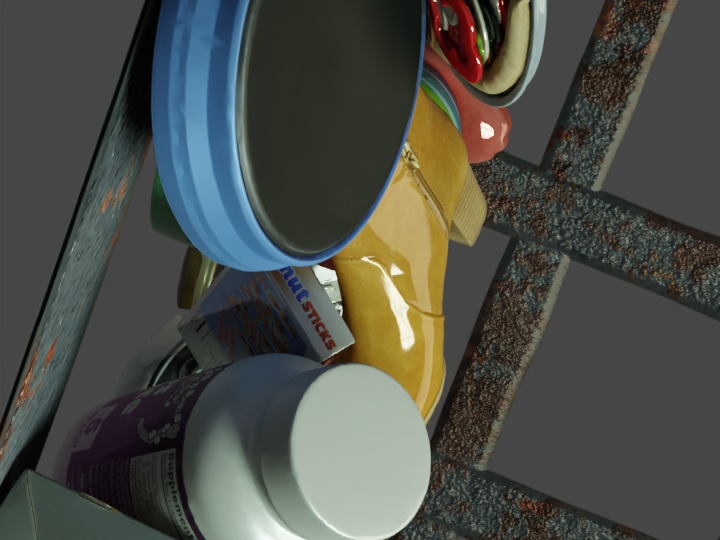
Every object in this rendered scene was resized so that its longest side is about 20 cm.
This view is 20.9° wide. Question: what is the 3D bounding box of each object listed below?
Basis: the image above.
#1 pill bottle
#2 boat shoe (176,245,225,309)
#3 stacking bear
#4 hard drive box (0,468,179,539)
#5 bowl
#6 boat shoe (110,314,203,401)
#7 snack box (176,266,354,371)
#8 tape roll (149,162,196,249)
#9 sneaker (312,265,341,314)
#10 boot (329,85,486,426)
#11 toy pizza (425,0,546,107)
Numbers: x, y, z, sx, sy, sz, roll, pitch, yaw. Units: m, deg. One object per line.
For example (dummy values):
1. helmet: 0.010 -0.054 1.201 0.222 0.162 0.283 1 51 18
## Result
1. pill bottle: -0.059 0.101 0.961 0.200 0.112 0.113 -18 -140 49
2. boat shoe: -0.058 -0.029 1.236 0.201 0.066 0.072 -63 174 -57
3. stacking bear: 0.006 -0.063 1.187 0.121 0.114 0.200 -30 -165 24
4. hard drive box: -0.119 0.206 0.960 0.200 0.155 0.077 109 8 -52
5. bowl: -0.026 -0.097 0.894 0.201 0.039 0.201 -36 131 -55
6. boat shoe: -0.107 0.084 1.155 0.200 0.068 0.072 -58 169 -74
7. snack box: -0.055 0.034 1.051 0.024 0.072 0.200 -29 175 -20
8. tape roll: -0.051 -0.105 1.030 0.200 0.048 0.201 22 90 -86
9. sneaker: -0.041 -0.015 1.364 0.088 0.074 0.201 17 67 -73
10. boot: 0.001 0.000 1.040 0.144 0.071 0.202 47 59 -53
11. toy pizza: 0.038 -0.175 0.960 0.200 0.032 0.201 163 -90 -77
